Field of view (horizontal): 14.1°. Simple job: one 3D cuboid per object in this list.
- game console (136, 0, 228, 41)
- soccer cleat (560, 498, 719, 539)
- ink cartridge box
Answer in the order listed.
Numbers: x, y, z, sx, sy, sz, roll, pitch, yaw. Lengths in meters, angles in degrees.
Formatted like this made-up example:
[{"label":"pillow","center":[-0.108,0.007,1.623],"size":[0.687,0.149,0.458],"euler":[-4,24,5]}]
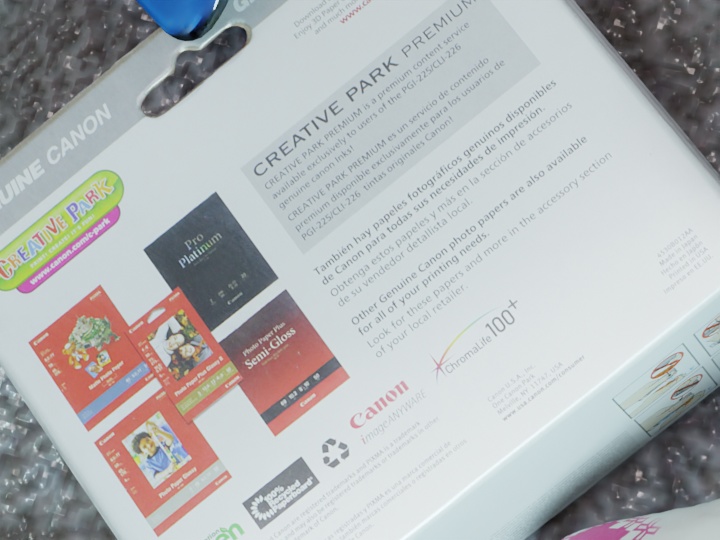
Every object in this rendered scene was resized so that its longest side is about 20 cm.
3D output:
[{"label":"game console","center":[-0.024,-0.184,0.910],"size":[0.171,0.118,0.200],"euler":[-20,41,-20]},{"label":"soccer cleat","center":[0.129,0.087,0.797],"size":[0.086,0.070,0.200],"euler":[-51,26,-24]},{"label":"ink cartridge box","center":[0.000,0.000,0.871],"size":[0.200,0.084,0.176],"euler":[-38,69,5]}]
